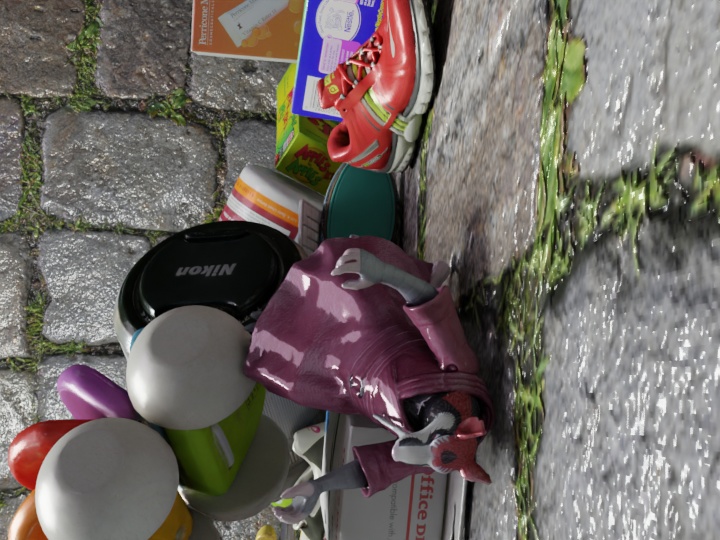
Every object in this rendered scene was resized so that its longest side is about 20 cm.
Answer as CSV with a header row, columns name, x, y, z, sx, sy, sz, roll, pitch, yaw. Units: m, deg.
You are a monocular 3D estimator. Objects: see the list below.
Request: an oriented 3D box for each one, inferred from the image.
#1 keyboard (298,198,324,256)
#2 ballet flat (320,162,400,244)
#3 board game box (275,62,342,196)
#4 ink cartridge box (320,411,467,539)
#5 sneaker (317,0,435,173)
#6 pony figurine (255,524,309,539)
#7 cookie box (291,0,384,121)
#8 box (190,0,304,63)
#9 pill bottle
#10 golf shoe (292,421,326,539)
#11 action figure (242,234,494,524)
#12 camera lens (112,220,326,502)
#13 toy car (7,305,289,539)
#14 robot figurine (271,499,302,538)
name,x,y,z,sx,sy,sz,roll,pitch,yaw
keyboard,-0.018,-0.014,0.955,0.200,0.011,0.057,30,-116,-69
ballet flat,0.000,0.000,0.903,0.074,0.073,0.202,108,166,-67
board game box,-0.033,-0.144,1.085,0.048,0.101,0.201,-53,22,25
ink cartridge box,0.015,0.137,0.676,0.200,0.067,0.117,-122,36,-79
sneaker,0.010,-0.144,0.801,0.201,0.084,0.078,101,169,-53
pony figurine,-0.072,0.329,0.947,0.201,0.165,0.195,103,172,-57
cookie box,-0.002,-0.255,0.890,0.172,0.074,0.201,104,177,-50
box,-0.068,-0.275,1.063,0.098,0.198,0.126,-118,32,-78
pill bottle,-0.102,0.011,0.998,0.201,0.112,0.113,-63,10,8
golf shoe,-0.016,0.202,0.854,0.077,0.087,0.202,-103,16,-63
action figure,0.018,0.064,0.572,0.200,0.148,0.135,38,106,51
camera lens,-0.102,0.074,0.854,0.161,0.158,0.201,-94,-6,-49
toy car,-0.144,0.117,0.675,0.201,0.149,0.176,-57,-28,-31
robot figurine,-0.052,0.181,1.034,0.177,0.115,0.200,64,172,5
